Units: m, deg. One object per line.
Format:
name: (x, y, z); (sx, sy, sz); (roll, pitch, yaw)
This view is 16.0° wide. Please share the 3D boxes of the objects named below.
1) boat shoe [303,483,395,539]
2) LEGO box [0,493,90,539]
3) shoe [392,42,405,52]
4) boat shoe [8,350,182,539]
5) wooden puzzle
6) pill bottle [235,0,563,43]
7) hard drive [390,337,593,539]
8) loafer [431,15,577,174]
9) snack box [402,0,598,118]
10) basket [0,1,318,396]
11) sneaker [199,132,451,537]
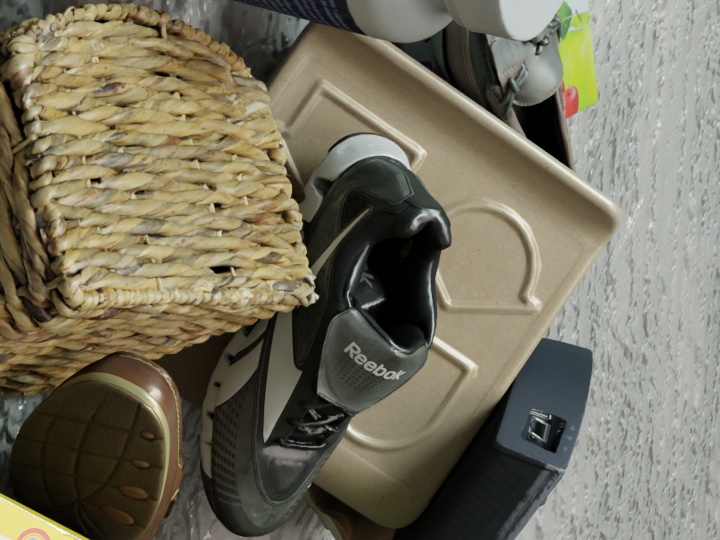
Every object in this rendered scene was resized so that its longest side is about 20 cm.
boat shoe: (-0.015, 0.091, 1.375); (0.072, 0.065, 0.200); (-41, 150, -14)
LEGO box: (-0.172, 0.168, 1.072); (0.200, 0.077, 0.149); (32, 76, -31)
shoe: (-0.032, -0.033, 1.303); (0.053, 0.070, 0.201); (55, 59, -86)
boat shoe: (-0.117, 0.091, 1.175); (0.068, 0.072, 0.200); (-58, 173, -36)
wooden puzzle: (0.000, 0.000, 1.254); (0.200, 0.185, 0.046); (-54, -166, 7)
pill bottle: (-0.008, -0.163, 1.121); (0.111, 0.199, 0.111); (-42, 141, -47)
hard drive: (0.065, 0.106, 1.314); (0.135, 0.042, 0.200); (-55, -179, 17)
loafer: (0.080, -0.094, 1.252); (0.072, 0.063, 0.200); (-51, 152, -27)
snack box: (0.064, -0.167, 1.358); (0.142, 0.053, 0.201); (-30, 118, -52)
basket: (-0.139, -0.030, 1.118); (0.200, 0.149, 0.143); (0, 73, -59)
sneaker: (-0.014, 0.040, 1.184); (0.066, 0.090, 0.201); (18, 101, -33)
